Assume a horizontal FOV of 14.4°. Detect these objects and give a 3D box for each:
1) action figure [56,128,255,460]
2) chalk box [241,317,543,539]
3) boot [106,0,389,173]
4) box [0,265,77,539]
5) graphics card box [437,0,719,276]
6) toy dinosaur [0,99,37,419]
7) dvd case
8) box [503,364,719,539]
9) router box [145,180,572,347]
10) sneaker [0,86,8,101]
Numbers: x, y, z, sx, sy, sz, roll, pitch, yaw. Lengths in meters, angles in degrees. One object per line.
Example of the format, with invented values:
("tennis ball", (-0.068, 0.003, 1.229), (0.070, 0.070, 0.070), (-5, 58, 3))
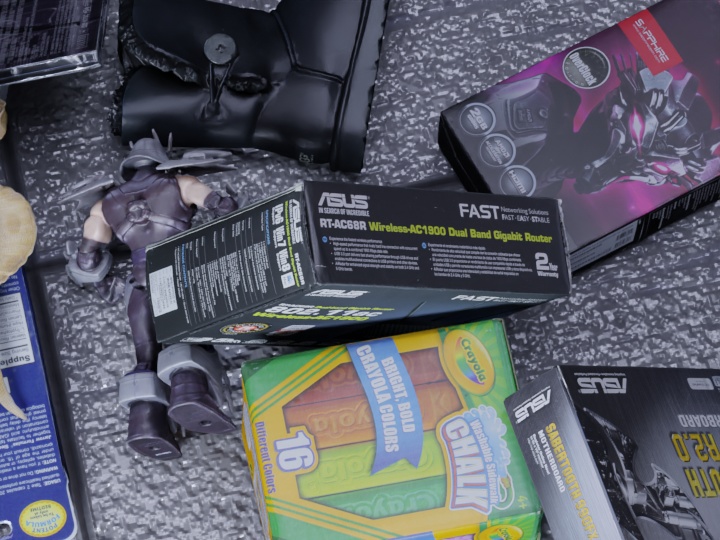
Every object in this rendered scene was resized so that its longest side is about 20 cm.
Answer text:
("action figure", (-0.120, 0.007, 1.713), (0.130, 0.069, 0.200), (-19, 66, 30))
("chalk box", (0.038, 0.111, 1.657), (0.200, 0.124, 0.125), (-11, 69, -5))
("boot", (-0.067, -0.163, 1.791), (0.168, 0.076, 0.200), (10, 74, -1))
("box", (-0.245, 0.073, 1.691), (0.121, 0.032, 0.200), (-12, 92, -6))
("graphics card box", (0.163, -0.084, 1.780), (0.200, 0.051, 0.125), (-27, 71, -10))
("toy dinosaur", (-0.237, -0.009, 1.646), (0.101, 0.058, 0.200), (-2, 92, -7))
("dvd case", (-0.252, -0.139, 1.747), (0.200, 0.016, 0.149), (-11, 28, 4))
("box", (0.184, 0.134, 1.627), (0.200, 0.048, 0.158), (4, 58, -47))
("router box", (0.000, 0.000, 1.641), (0.200, 0.150, 0.062), (2, 74, -40))
("sneaker", (-0.306, -0.075, 1.751), (0.115, 0.075, 0.200), (29, 74, 7))
